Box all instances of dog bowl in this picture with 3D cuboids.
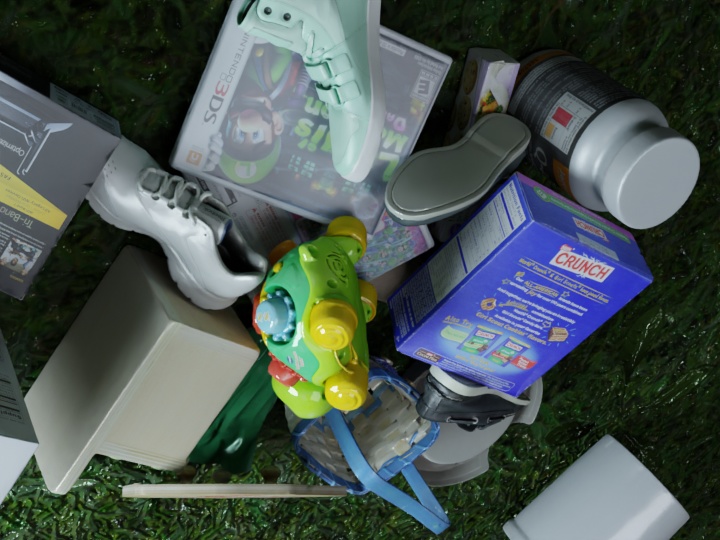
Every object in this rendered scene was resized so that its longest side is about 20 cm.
[{"bbox_3d":[0.121,0.164,1.274,0.200,0.059,0.201,-17,130,-22],"label":"dog bowl"}]

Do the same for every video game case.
[{"bbox_3d":[-0.042,-0.140,0.927,0.199,0.023,0.182,19,103,-22],"label":"video game case"},{"bbox_3d":[-0.048,-0.065,0.979,0.182,0.024,0.200,-28,114,-4],"label":"video game case"}]

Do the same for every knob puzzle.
[{"bbox_3d":[-0.142,0.205,1.031,0.219,0.219,0.031,9,74,-36],"label":"knob puzzle"}]

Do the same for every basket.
[{"bbox_3d":[0.008,0.174,1.110,0.139,0.200,0.176,-36,137,7],"label":"basket"}]

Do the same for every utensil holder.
[{"bbox_3d":[0.325,0.350,1.464,0.200,0.170,0.170,-44,134,-1],"label":"utensil holder"}]

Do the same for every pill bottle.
[{"bbox_3d":[0.227,-0.129,1.032,0.116,0.200,0.117,-16,128,-21],"label":"pill bottle"}]

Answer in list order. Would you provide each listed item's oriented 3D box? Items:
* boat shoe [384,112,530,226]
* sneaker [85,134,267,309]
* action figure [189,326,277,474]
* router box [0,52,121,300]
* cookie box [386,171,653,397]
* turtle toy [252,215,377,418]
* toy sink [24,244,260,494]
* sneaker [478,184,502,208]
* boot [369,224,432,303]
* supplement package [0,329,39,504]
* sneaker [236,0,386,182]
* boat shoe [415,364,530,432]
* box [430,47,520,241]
[{"bbox_3d":[0.090,-0.081,0.986,0.200,0.073,0.062,-37,156,-40],"label":"boat shoe"},{"bbox_3d":[-0.155,-0.052,0.898,0.200,0.087,0.075,44,53,-24],"label":"sneaker"},{"bbox_3d":[-0.119,0.116,1.093,0.118,0.055,0.200,17,115,-37],"label":"action figure"},{"bbox_3d":[-0.306,-0.091,0.798,0.200,0.052,0.157,30,104,-26],"label":"router box"},{"bbox_3d":[0.154,0.020,1.043,0.171,0.075,0.200,23,126,-32],"label":"cookie box"},{"bbox_3d":[-0.041,0.055,0.947,0.101,0.146,0.200,-2,131,8],"label":"turtle toy"},{"bbox_3d":[-0.204,0.103,0.980,0.112,0.130,0.200,25,105,-41],"label":"toy sink"},{"bbox_3d":[0.138,0.014,1.148,0.078,0.099,0.201,-7,125,-28],"label":"sneaker"},{"bbox_3d":[0.000,0.000,1.080,0.146,0.070,0.201,-12,123,-21],"label":"boot"},{"bbox_3d":[-0.374,0.113,0.831,0.150,0.200,0.152,24,108,-40],"label":"supplement package"},{"bbox_3d":[-0.044,-0.170,0.861,0.118,0.074,0.201,-6,101,-21],"label":"sneaker"},{"bbox_3d":[0.120,0.143,1.146,0.066,0.074,0.199,-58,154,9],"label":"boat shoe"},{"bbox_3d":[0.110,-0.124,1.073,0.039,0.041,0.201,-4,124,-29],"label":"box"}]
